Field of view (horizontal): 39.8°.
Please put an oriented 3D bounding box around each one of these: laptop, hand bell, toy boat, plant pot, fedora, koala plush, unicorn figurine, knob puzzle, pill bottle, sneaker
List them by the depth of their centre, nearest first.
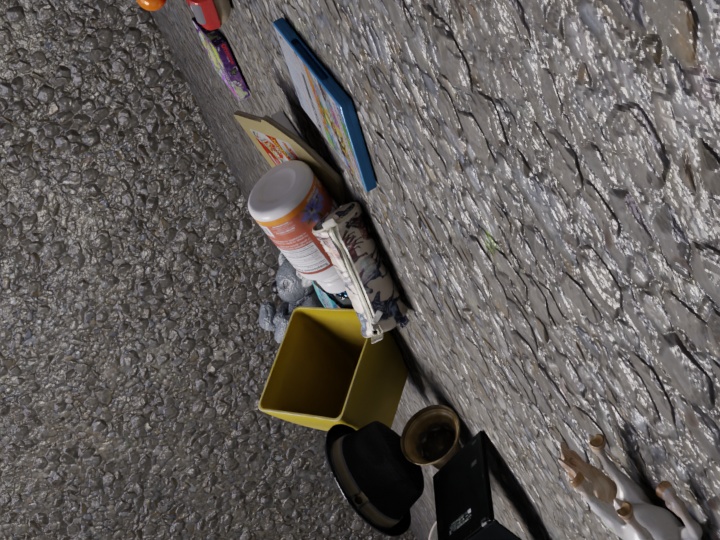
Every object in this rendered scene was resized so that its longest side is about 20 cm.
[{"bbox_3d":[0.228,0.212,0.769,0.138,0.073,0.201,55,-170,-26],"label":"unicorn figurine"},{"bbox_3d":[0.196,0.364,1.433,0.188,0.114,0.203,122,150,-53],"label":"laptop"},{"bbox_3d":[-0.073,-0.060,1.499,0.201,0.112,0.112,52,180,-38],"label":"pill bottle"},{"bbox_3d":[-0.087,-0.166,1.506,0.219,0.031,0.220,39,165,12],"label":"knob puzzle"},{"bbox_3d":[0.035,0.311,1.567,0.200,0.091,0.202,43,-158,-22],"label":"fedora"},{"bbox_3d":[-0.300,-0.461,1.584,0.201,0.129,0.131,57,171,29],"label":"toy boat"},{"bbox_3d":[0.152,0.313,1.601,0.201,0.104,0.104,53,179,-40],"label":"hand bell"},{"bbox_3d":[-0.029,0.197,1.766,0.198,0.203,0.176,1,152,40],"label":"plant pot"},{"bbox_3d":[-0.035,0.037,1.822,0.083,0.073,0.200,63,173,-28],"label":"sneaker"},{"bbox_3d":[-0.161,0.055,2.530,0.177,0.181,0.204,27,125,61],"label":"koala plush"}]

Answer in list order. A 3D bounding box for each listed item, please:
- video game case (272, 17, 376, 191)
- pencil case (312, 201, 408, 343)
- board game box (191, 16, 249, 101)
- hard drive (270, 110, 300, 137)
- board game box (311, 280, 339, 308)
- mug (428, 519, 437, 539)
[{"bbox_3d":[-0.045,-0.206,1.231,0.201,0.018,0.144,56,170,40],"label":"video game case"},{"bbox_3d":[0.000,0.000,1.431,0.090,0.077,0.202,-85,-28,-67],"label":"pencil case"},{"bbox_3d":[-0.275,-0.420,1.952,0.200,0.032,0.121,52,164,54],"label":"board game box"},{"bbox_3d":[-0.093,-0.158,1.687,0.133,0.026,0.201,56,171,36],"label":"hard drive"},{"bbox_3d":[-0.063,0.034,2.089,0.152,0.046,0.201,55,170,40],"label":"board game box"},{"bbox_3d":[0.202,0.537,1.793,0.201,0.132,0.179,74,174,-62],"label":"mug"}]
